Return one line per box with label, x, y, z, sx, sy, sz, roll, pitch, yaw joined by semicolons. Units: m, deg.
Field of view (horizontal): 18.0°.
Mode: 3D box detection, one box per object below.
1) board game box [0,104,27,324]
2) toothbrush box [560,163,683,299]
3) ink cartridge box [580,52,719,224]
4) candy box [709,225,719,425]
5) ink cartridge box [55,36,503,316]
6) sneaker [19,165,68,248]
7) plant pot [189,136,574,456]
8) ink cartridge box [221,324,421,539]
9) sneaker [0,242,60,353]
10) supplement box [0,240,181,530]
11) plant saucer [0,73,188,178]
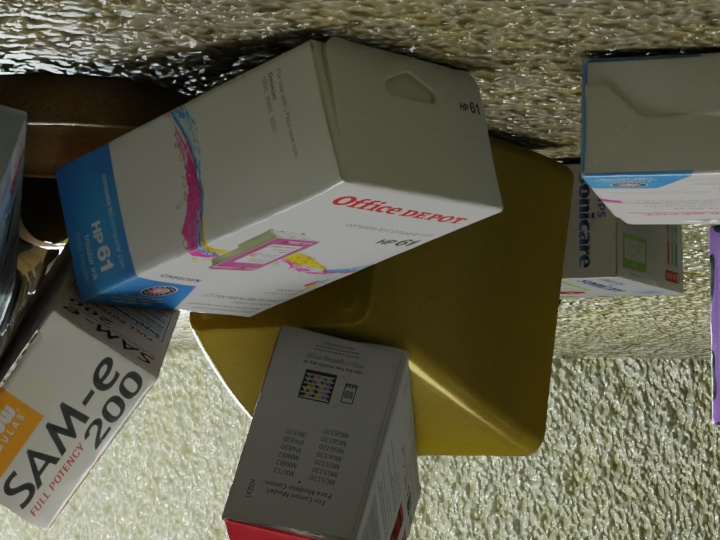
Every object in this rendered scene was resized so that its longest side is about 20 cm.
board game box;-0.234;0.039;1.244;0.041;0.200;0.200;17;150;-1
toothbrush box;0.117;-0.025;1.641;0.200;0.086;0.146;-4;173;26
ink cartridge box;0.192;-0.071;1.274;0.115;0.068;0.200;-1;173;13
candy box;0.370;0.039;1.819;0.071;0.168;0.200;4;173;-31
ink cartridge box;-0.044;-0.046;1.244;0.200;0.085;0.144;-24;161;36
sneaker;-0.144;-0.056;1.479;0.083;0.072;0.200;-7;180;43
plant pot;0.000;0.000;1.461;0.200;0.200;0.176;-3;159;33
ink cartridge box;-0.026;0.161;1.391;0.084;0.176;0.200;11;151;10
sneaker;-0.273;0.006;1.465;0.115;0.075;0.200;21;-168;1
supplement box;-0.163;0.044;1.337;0.073;0.126;0.200;33;-156;-10
plant saucer;-0.174;-0.085;1.328;0.200;0.036;0.200;1;173;0
